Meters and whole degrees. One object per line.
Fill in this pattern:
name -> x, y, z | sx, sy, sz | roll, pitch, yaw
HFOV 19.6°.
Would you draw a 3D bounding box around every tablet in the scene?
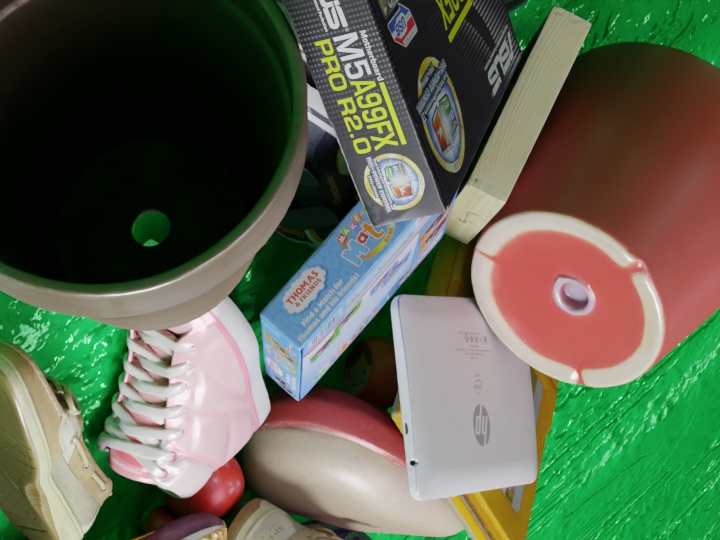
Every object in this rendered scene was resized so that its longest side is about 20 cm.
tablet -> 0.073, 0.083, 1.394 | 0.200, 0.014, 0.131 | 3, 80, -62

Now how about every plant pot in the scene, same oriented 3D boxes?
plant pot -> 0.176, -0.028, 1.423 | 0.177, 0.200, 0.201 | -49, 152, -43
plant pot -> -0.119, -0.051, 1.085 | 0.200, 0.200, 0.174 | -47, 163, -13

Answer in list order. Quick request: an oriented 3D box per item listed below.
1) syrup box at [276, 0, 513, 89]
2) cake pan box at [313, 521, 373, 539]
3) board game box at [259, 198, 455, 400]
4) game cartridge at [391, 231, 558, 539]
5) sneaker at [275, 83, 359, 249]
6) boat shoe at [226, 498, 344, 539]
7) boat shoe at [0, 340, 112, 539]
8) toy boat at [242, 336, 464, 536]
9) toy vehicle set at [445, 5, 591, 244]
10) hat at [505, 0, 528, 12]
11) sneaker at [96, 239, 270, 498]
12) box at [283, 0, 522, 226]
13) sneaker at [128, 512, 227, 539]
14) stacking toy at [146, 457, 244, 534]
syrup box -> 0.008, -0.137, 1.251 | 0.079, 0.081, 0.200 | -59, 147, -3
cake pan box -> -0.082, 0.288, 1.552 | 0.199, 0.052, 0.185 | -16, 133, -46
board game box -> 0.000, 0.000, 1.279 | 0.151, 0.037, 0.200 | -49, 173, -11
game cartridge -> 0.089, 0.076, 1.470 | 0.177, 0.032, 0.201 | 57, 38, -39
sneaker -> -0.037, -0.064, 1.262 | 0.080, 0.078, 0.200 | -59, 150, -4
boat shoe -> -0.033, 0.211, 1.435 | 0.072, 0.065, 0.200 | -58, 155, -9
boat shoe -> -0.186, 0.095, 1.220 | 0.063, 0.073, 0.201 | -47, 151, -25
toy boat -> 0.004, 0.111, 1.465 | 0.200, 0.130, 0.132 | 28, 66, -59
toy vehicle set -> 0.095, -0.089, 1.351 | 0.125, 0.026, 0.200 | -64, 180, -7
hat -> 0.155, -0.205, 1.294 | 0.166, 0.176, 0.200 | -49, 148, -9
sneaker -> -0.118, 0.073, 1.281 | 0.105, 0.075, 0.201 | -48, 152, -21
box -> 0.023, -0.140, 1.093 | 0.200, 0.044, 0.161 | -61, 134, -57
sneaker -> -0.174, 0.195, 1.305 | 0.200, 0.090, 0.075 | -30, 143, -36
stacking toy -> -0.132, 0.209, 1.399 | 0.085, 0.085, 0.201 | 8, 106, -55
